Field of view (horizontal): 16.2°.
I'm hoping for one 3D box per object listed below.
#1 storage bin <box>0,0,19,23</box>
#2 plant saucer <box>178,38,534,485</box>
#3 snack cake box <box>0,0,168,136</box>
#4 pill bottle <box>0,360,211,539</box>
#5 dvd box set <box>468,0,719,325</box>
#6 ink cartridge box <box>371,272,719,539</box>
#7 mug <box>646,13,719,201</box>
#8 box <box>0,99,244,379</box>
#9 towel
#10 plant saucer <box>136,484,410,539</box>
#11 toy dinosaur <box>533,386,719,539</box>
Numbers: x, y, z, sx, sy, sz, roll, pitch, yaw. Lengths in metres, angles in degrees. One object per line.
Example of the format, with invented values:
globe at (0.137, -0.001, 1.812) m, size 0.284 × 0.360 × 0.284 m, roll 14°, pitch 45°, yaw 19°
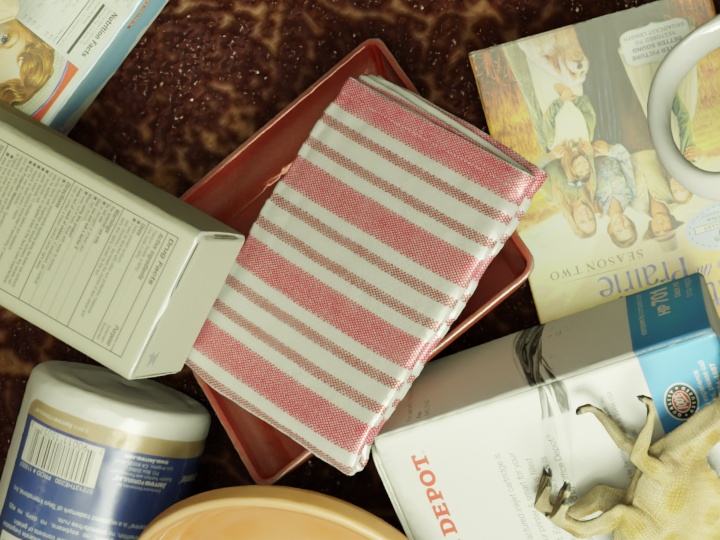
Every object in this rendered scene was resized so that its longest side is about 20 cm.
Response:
storage bin at (-0.303, -0.222, 1.447) m, size 0.198 × 0.094 × 0.200 m, roll -10°, pitch 77°, yaw 24°
plant saucer at (-0.015, -0.002, 1.450) m, size 0.200 × 0.037 × 0.200 m, roll -39°, pitch 54°, yaw 9°
snack cake box at (-0.207, -0.134, 1.495) m, size 0.115 × 0.067 × 0.200 m, roll 39°, pitch 99°, yaw 3°
pill bottle at (-0.165, 0.162, 1.487) m, size 0.111 × 0.111 × 0.200 m, roll 17°, pitch 97°, yaw 7°
dvd box set at (0.156, -0.048, 1.462) m, size 0.146 × 0.029 × 0.200 m, roll -14°, pitch 91°, yaw 10°
ink cartridge box at (0.123, 0.107, 1.429) m, size 0.200 × 0.086 × 0.147 m, roll -18°, pitch 113°, yaw 11°
mug at (0.251, -0.104, 1.374) m, size 0.200 × 0.148 × 0.176 m, roll -20°, pitch 57°, yaw 15°
box at (-0.176, -0.026, 1.411) m, size 0.200 × 0.078 × 0.095 m, roll 30°, pitch 98°, yaw 14°
towel at (0.000, 0.000, 1.403) m, size 0.146 × 0.030 × 0.200 m, roll 32°, pitch 90°, yaw 37°
plant saucer at (-0.036, 0.190, 1.427) m, size 0.200 × 0.037 × 0.200 m, roll 8°, pitch 130°, yaw 10°
toy dinosaur at (0.148, 0.133, 1.363) m, size 0.101 × 0.058 × 0.200 m, roll 17°, pitch 114°, yaw -9°
